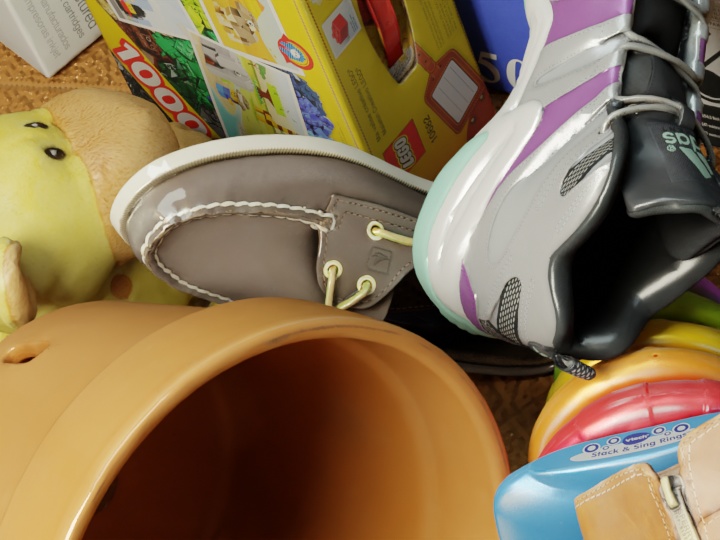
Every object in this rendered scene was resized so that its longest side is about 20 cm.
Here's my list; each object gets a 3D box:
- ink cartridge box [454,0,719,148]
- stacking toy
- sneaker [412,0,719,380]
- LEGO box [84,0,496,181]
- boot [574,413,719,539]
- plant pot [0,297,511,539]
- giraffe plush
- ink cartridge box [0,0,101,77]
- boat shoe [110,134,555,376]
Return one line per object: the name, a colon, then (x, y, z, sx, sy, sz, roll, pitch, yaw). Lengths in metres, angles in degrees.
ink cartridge box: (0.097, -0.108, 1.141, 0.199, 0.094, 0.044, 17, 59, 33)
stacking toy: (0.110, 0.041, 1.021, 0.115, 0.110, 0.200, -13, 37, 11)
sneaker: (0.105, -0.055, 0.968, 0.140, 0.077, 0.201, 31, 101, 58)
LEGO box: (-0.045, -0.125, 1.139, 0.149, 0.200, 0.077, 23, 62, 35)
boot: (0.101, 0.142, 0.888, 0.200, 0.074, 0.155, -33, 73, 19)
plant pot: (-0.064, 0.094, 0.980, 0.200, 0.200, 0.140, -45, 38, -17)
giraffe plush: (-0.113, -0.008, 1.092, 0.172, 0.162, 0.200, 24, 63, 35)
ink cartridge box: (-0.134, -0.225, 1.294, 0.200, 0.146, 0.144, -42, 50, -15)
boat shoe: (0.000, 0.000, 1.044, 0.072, 0.199, 0.060, -49, 46, 34)
